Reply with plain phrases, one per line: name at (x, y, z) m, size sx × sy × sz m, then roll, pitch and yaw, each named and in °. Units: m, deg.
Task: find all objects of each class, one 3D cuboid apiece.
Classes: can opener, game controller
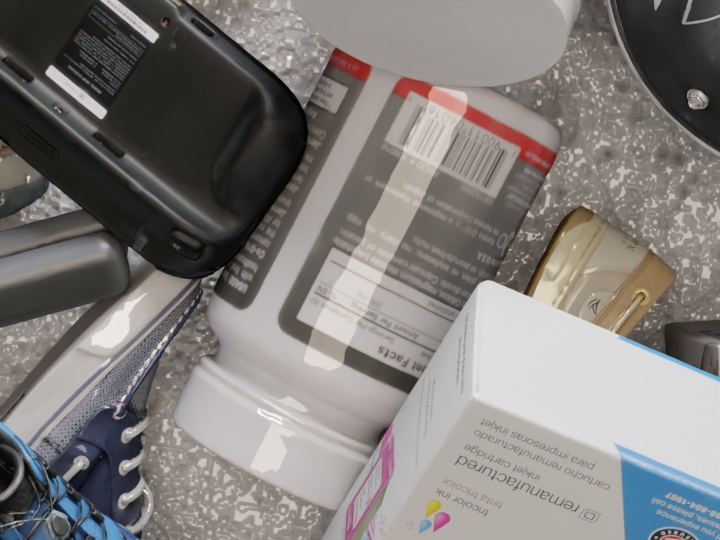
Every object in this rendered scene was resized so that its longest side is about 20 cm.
can opener at (-0.200, 0.023, 1.298) m, size 0.199 × 0.053 × 0.067 m, roll -20°, pitch 122°, yaw 3°
game controller at (-0.119, -0.088, 1.263) m, size 0.200 × 0.042 × 0.104 m, roll 39°, pitch 101°, yaw 7°

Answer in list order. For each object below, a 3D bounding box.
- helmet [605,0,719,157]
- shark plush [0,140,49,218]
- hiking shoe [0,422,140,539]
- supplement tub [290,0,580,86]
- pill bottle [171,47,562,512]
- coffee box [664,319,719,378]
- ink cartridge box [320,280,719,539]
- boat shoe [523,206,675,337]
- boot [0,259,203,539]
helmet at (0.200, -0.138, 1.241) m, size 0.199 × 0.191 × 0.201 m, roll 0°, pitch 93°, yaw -1°
shark plush at (-0.245, -0.011, 1.308) m, size 0.200 × 0.091 × 0.083 m, roll -40°, pitch 124°, yaw -3°
hiking shoe at (-0.149, 0.119, 1.233) m, size 0.200 × 0.087 × 0.075 m, roll 31°, pitch 69°, yaw -3°
supplement tub at (0.049, -0.194, 1.206) m, size 0.144 × 0.144 × 0.201 m, roll 15°, pitch 67°, yaw -2°
pill bottle at (0.000, 0.000, 1.286) m, size 0.114 × 0.114 × 0.200 m, roll 27°, pitch 93°, yaw -3°
coffee box at (0.192, 0.126, 1.298) m, size 0.079 × 0.114 × 0.201 m, roll -3°, pitch 95°, yaw -4°
ink cartridge box at (0.070, 0.123, 1.222) m, size 0.144 × 0.085 × 0.200 m, roll 22°, pitch 126°, yaw -11°
boat shoe at (0.084, 0.072, 1.312) m, size 0.069 × 0.074 × 0.201 m, roll 26°, pitch 92°, yaw 3°
boot at (-0.122, 0.084, 1.318) m, size 0.090 × 0.073 × 0.200 m, roll 42°, pitch 100°, yaw -10°
